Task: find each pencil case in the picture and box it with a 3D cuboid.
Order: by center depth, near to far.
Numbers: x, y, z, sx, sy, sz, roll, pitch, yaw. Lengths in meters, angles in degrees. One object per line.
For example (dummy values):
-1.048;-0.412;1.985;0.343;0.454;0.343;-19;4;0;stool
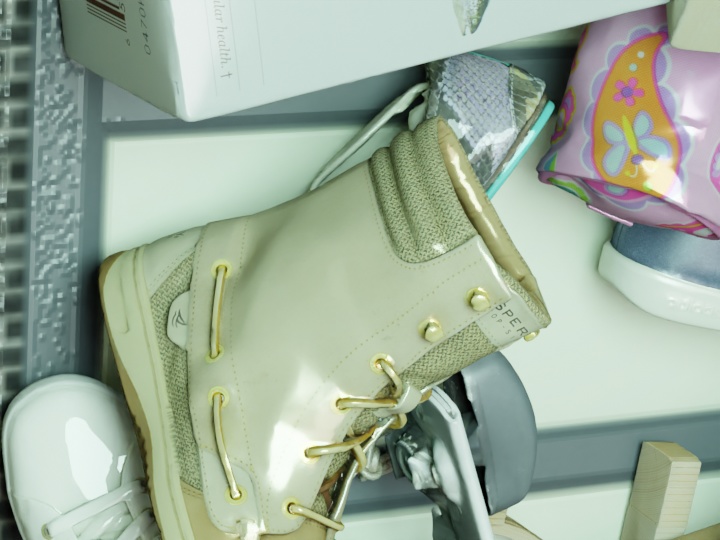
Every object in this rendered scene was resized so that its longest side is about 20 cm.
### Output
0.137;-0.114;1.099;0.087;0.087;0.200;20;86;-31;pencil case

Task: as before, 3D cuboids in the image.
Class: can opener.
0.062;0.129;1.131;0.067;0.053;0.200;-24;109;-20;can opener

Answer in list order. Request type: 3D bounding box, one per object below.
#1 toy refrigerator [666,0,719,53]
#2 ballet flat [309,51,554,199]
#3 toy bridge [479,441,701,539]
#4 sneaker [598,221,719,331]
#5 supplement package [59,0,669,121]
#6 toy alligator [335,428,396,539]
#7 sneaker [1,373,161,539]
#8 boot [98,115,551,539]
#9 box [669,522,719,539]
0.164;-0.157;0.960;0.076;0.200;0.070;4;60;-6;toy refrigerator
0.000;0.000;1.098;0.072;0.072;0.201;30;91;-31;ballet flat
0.129;0.108;1.211;0.200;0.027;0.067;4;106;-28;toy bridge
0.201;-0.013;1.182;0.200;0.075;0.085;9;106;-29;sneaker
-0.004;-0.141;1.012;0.200;0.117;0.117;-16;112;-23;supplement package
-0.038;0.141;1.120;0.200;0.054;0.059;-48;121;-6;toy alligator
-0.073;0.129;1.047;0.073;0.085;0.200;-28;91;-5;sneaker
0.001;0.056;1.019;0.155;0.200;0.073;-24;156;12;boot
0.185;0.173;1.247;0.200;0.021;0.164;-16;124;-22;box
